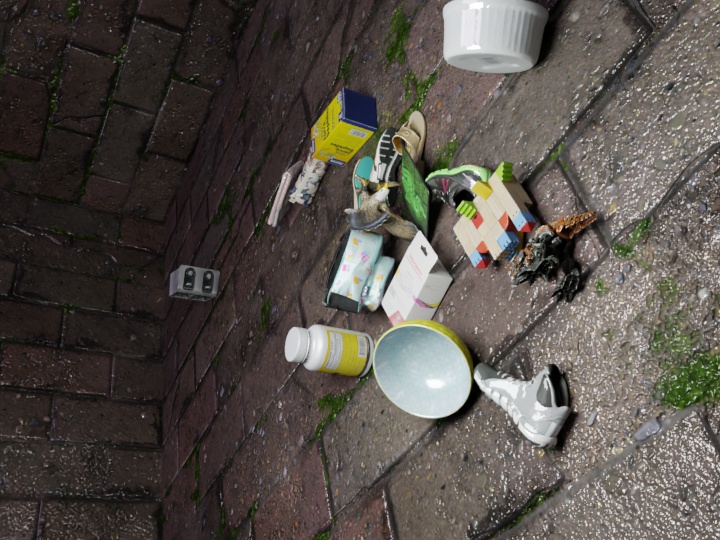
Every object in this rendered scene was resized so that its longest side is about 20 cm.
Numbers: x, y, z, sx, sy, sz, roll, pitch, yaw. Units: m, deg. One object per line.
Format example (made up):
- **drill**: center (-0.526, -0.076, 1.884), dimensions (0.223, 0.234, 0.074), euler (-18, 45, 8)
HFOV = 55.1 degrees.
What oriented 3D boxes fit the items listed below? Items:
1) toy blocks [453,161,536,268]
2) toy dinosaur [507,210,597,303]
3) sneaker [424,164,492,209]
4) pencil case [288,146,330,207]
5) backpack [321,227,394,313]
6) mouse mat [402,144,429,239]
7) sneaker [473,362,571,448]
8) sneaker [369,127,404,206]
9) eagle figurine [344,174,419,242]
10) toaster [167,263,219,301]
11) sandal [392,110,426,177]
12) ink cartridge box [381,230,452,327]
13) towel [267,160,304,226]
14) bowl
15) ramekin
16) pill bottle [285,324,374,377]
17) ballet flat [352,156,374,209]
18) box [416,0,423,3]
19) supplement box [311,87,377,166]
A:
- **toy blocks**: center (0.255, -0.078, 1.279), dimensions (0.200, 0.099, 0.137), euler (-56, 45, 39)
- **toy dinosaur**: center (0.311, -0.033, 1.148), dimensions (0.201, 0.101, 0.137), euler (101, 180, -49)
- **sneaker**: center (0.192, -0.164, 1.436), dimensions (0.200, 0.076, 0.085), euler (-10, 67, 62)
- **pencil case**: center (-0.153, -0.295, 2.135), dimensions (0.201, 0.077, 0.090), euler (-59, 1, 32)
- **backpack**: center (0.000, 0.000, 1.619), dimensions (0.176, 0.152, 0.202), euler (86, -165, -85)
- **mouse mat**: center (0.122, -0.171, 1.564), dimensions (0.201, 0.007, 0.162), euler (-109, 11, -46)
- **sneaker**: center (0.278, 0.189, 1.146), dimensions (0.200, 0.075, 0.116), euler (47, 116, 46)
- **sneaker**: center (0.055, -0.261, 1.738), dimensions (0.080, 0.073, 0.202), euler (7, 85, 64)
- **eagle figurine**: center (0.042, -0.133, 1.578), dimensions (0.151, 0.151, 0.201), euler (67, -176, -56)
- **toaster**: center (-0.723, 0.055, 2.969), dimensions (0.200, 0.179, 0.120), euler (-21, 62, 57)
- **sandal**: center (0.110, -0.302, 1.652), dimensions (0.078, 0.069, 0.214), euler (-33, 51, 54)
- **ink cartridge box**: center (0.128, 0.029, 1.488), dimensions (0.201, 0.067, 0.117), euler (-65, 30, 27)
- **towel**: center (-0.239, -0.254, 2.249), dimensions (0.200, 0.032, 0.192), euler (-69, 1, -69)
- **bowl**: center (0.135, 0.174, 1.347), dimensions (0.201, 0.200, 0.108), euler (-59, -10, 32)
- **ramekin**: center (0.251, -0.443, 1.315), dimensions (0.200, 0.199, 0.099), euler (15, 100, 62)
- **pill bottle**: center (-0.076, 0.191, 1.664), dimensions (0.111, 0.199, 0.112), euler (-35, 49, 53)
- **ballet flat**: center (0.004, -0.203, 1.824), dimensions (0.062, 0.067, 0.202), euler (145, 132, -65)
- **box**: center (0.142, -0.837, 1.761), dimensions (0.197, 0.117, 0.201), euler (-52, 38, 40)
- **supplement box**: center (-0.049, -0.402, 1.953), dimensions (0.200, 0.109, 0.110), euler (-40, 45, 50)
